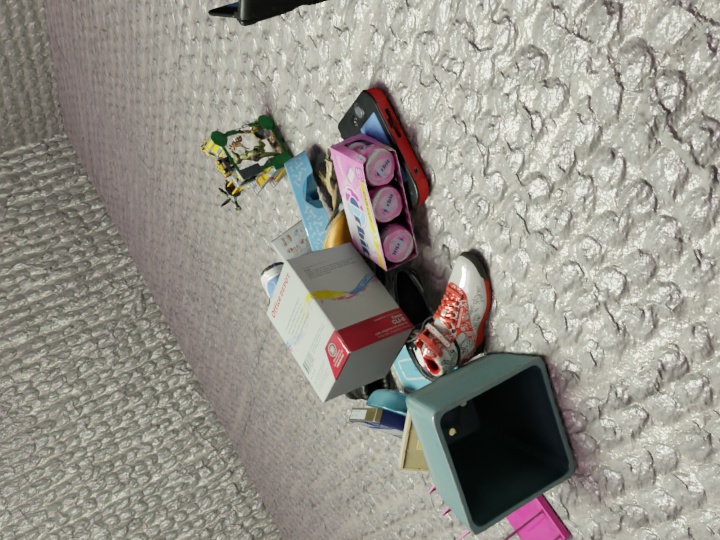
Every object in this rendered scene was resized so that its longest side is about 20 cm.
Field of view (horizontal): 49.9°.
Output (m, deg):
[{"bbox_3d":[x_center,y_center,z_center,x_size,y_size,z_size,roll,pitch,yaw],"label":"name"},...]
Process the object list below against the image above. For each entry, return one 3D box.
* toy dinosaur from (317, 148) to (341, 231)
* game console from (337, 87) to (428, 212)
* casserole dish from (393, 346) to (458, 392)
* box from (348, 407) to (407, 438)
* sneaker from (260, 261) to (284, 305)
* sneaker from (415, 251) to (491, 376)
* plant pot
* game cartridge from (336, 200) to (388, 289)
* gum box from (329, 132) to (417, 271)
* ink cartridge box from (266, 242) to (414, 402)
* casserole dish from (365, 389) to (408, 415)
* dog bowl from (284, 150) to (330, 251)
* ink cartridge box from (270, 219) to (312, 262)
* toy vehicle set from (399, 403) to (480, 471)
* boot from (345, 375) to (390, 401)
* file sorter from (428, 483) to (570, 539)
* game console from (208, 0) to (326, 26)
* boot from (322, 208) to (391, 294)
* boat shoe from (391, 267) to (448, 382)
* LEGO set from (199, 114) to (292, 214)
[{"bbox_3d":[-0.042,-0.152,1.376,0.201,0.057,0.103,-103,19,-58],"label":"toy dinosaur"},{"bbox_3d":[0.032,-0.182,1.270,0.202,0.031,0.177,64,155,3],"label":"game console"},{"bbox_3d":[0.110,0.171,1.409,0.123,0.038,0.199,65,154,-1],"label":"casserole dish"},{"bbox_3d":[0.089,0.304,1.481,0.198,0.033,0.121,24,162,-19],"label":"box"},{"bbox_3d":[-0.140,0.067,1.516,0.077,0.075,0.201,56,176,32],"label":"sneaker"},{"bbox_3d":[0.140,0.075,1.199,0.067,0.107,0.204,39,144,41],"label":"sneaker"},{"bbox_3d":[0.176,0.242,1.200,0.200,0.193,0.199,13,125,68],"label":"plant pot"},{"bbox_3d":[0.000,-0.048,1.450,0.133,0.041,0.203,34,141,41],"label":"game cartridge"},{"bbox_3d":[0.021,-0.116,1.246,0.113,0.065,0.203,37,147,54],"label":"gum box"},{"bbox_3d":[-0.039,0.082,1.293,0.201,0.143,0.146,53,139,25],"label":"ink cartridge box"},{"bbox_3d":[0.078,0.259,1.484,0.200,0.119,0.039,144,144,-77],"label":"casserole dish"},{"bbox_3d":[-0.097,-0.129,1.481,0.112,0.049,0.203,81,171,-77],"label":"dog bowl"},{"bbox_3d":[-0.080,0.026,1.588,0.201,0.083,0.176,52,173,26],"label":"ink cartridge box"},{"bbox_3d":[0.139,0.301,1.395,0.202,0.122,0.027,95,178,-46],"label":"toy vehicle set"},{"bbox_3d":[-0.021,0.186,1.641,0.213,0.079,0.158,56,162,-4],"label":"boot"},{"bbox_3d":[0.225,0.413,1.317,0.201,0.124,0.140,54,153,21],"label":"file sorter"},{"bbox_3d":[-0.113,-0.438,1.124,0.117,0.198,0.177,51,152,24],"label":"game console"},{"bbox_3d":[0.000,0.001,1.396,0.143,0.070,0.204,32,128,24],"label":"boot"},{"bbox_3d":[0.099,0.091,1.303,0.062,0.074,0.204,21,-125,-74],"label":"boat shoe"},{"bbox_3d":[-0.240,-0.219,1.586,0.154,0.200,0.116,50,136,0],"label":"LEGO set"}]
